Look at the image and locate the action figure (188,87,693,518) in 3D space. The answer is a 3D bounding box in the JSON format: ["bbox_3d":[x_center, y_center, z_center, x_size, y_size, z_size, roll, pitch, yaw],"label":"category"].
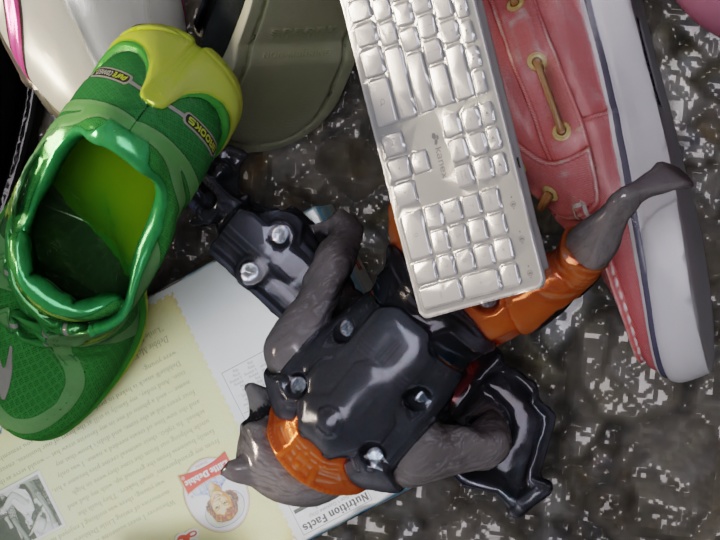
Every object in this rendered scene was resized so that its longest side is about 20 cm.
[{"bbox_3d":[0.000,0.000,0.963,0.199,0.105,0.194,34,108,11],"label":"action figure"}]

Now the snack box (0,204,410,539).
[{"bbox_3d":[-0.074,0.071,1.054,0.199,0.037,0.117,-28,87,10],"label":"snack box"}]

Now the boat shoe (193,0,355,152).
[{"bbox_3d":[-0.015,-0.129,0.985,0.074,0.200,0.066,-5,57,-24],"label":"boat shoe"}]

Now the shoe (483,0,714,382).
[{"bbox_3d":[0.073,-0.049,1.009,0.090,0.071,0.201,-14,84,12],"label":"shoe"}]

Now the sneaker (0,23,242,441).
[{"bbox_3d":[-0.110,-0.005,0.969,0.074,0.084,0.201,31,131,4],"label":"sneaker"}]

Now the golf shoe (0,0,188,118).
[{"bbox_3d":[-0.115,-0.143,1.003,0.072,0.092,0.201,-17,75,-10],"label":"golf shoe"}]

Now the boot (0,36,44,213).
[{"bbox_3d":[-0.183,-0.035,1.009,0.079,0.158,0.213,6,94,11],"label":"boot"}]

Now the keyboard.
[{"bbox_3d":[0.017,-0.086,0.889,0.056,0.011,0.201,-15,87,36],"label":"keyboard"}]

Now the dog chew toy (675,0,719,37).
[{"bbox_3d":[0.163,-0.130,0.949,0.199,0.125,0.125,19,96,-1],"label":"dog chew toy"}]
